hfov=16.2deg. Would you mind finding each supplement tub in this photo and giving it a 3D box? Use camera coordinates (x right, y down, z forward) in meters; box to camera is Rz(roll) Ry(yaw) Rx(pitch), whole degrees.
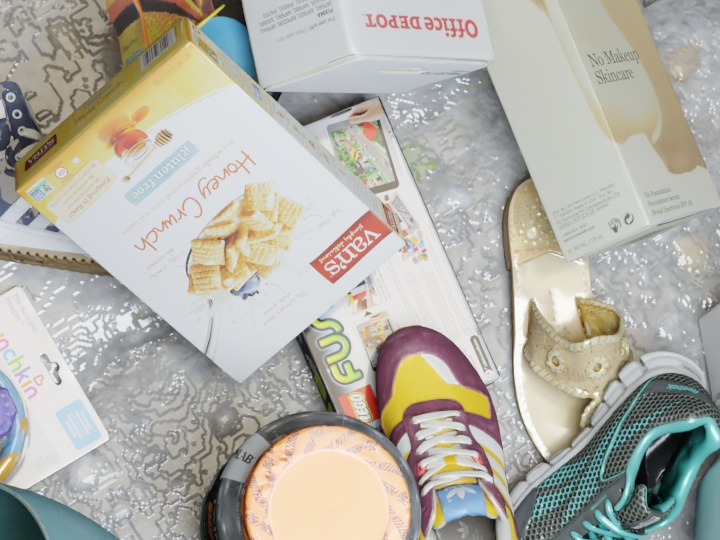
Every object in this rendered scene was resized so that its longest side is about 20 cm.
[{"bbox_3d":[-0.031,0.150,1.516,0.122,0.200,0.123,1,80,-7],"label":"supplement tub"}]

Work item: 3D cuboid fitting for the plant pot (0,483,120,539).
[{"bbox_3d":[-0.182,0.234,1.505,0.135,0.200,0.201,14,77,-40],"label":"plant pot"}]

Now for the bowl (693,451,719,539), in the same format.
[{"bbox_3d":[0.289,0.154,1.577,0.200,0.201,0.105,-10,63,-9],"label":"bowl"}]

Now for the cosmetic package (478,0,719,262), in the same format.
[{"bbox_3d":[0.146,-0.114,1.624,0.105,0.071,0.200,-17,83,-54],"label":"cosmetic package"}]

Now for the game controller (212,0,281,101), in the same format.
[{"bbox_3d":[-0.075,-0.190,1.653,0.104,0.042,0.200,22,78,11],"label":"game controller"}]

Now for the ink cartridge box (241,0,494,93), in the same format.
[{"bbox_3d":[-0.008,-0.214,1.571,0.144,0.084,0.201,-3,78,-50],"label":"ink cartridge box"}]

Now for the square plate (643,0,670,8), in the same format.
[{"bbox_3d":[0.258,-0.272,1.623,0.028,0.198,0.200,24,79,-10],"label":"square plate"}]

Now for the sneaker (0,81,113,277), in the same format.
[{"bbox_3d":[-0.187,-0.057,1.595,0.199,0.070,0.109,9,82,-3],"label":"sneaker"}]

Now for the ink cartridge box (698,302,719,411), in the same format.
[{"bbox_3d":[0.330,0.039,1.608,0.199,0.146,0.085,-10,79,-9],"label":"ink cartridge box"}]

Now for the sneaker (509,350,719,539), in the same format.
[{"bbox_3d":[0.155,0.144,1.577,0.077,0.091,0.200,32,97,-22],"label":"sneaker"}]

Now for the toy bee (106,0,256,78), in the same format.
[{"bbox_3d":[-0.113,-0.116,1.554,0.109,0.131,0.200,-20,62,-36],"label":"toy bee"}]

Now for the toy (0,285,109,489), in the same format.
[{"bbox_3d":[-0.269,0.105,1.570,0.200,0.047,0.115,-31,88,-10],"label":"toy"}]

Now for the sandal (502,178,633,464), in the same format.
[{"bbox_3d":[0.136,0.040,1.622,0.077,0.070,0.212,-10,83,-9],"label":"sandal"}]

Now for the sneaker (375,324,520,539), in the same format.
[{"bbox_3d":[0.059,0.125,1.547,0.075,0.090,0.201,-18,81,-3],"label":"sneaker"}]

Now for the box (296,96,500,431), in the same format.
[{"bbox_3d":[0.000,0.000,1.628,0.110,0.035,0.200,-22,84,-10],"label":"box"}]

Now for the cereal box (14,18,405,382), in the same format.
[{"bbox_3d":[-0.089,-0.039,1.523,0.144,0.040,0.200,-40,119,15],"label":"cereal box"}]
